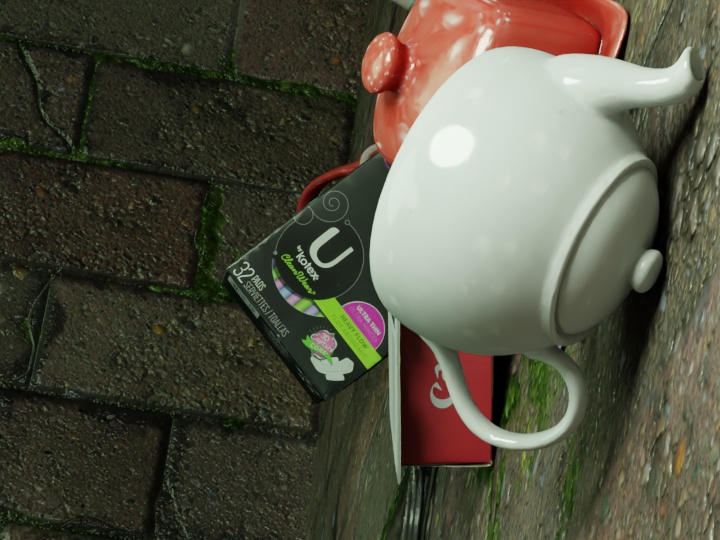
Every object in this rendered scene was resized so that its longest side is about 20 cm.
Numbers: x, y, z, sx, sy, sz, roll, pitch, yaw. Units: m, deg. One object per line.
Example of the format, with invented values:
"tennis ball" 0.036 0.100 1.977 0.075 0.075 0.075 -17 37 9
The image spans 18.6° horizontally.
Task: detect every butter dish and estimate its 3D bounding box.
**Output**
"butter dish" 0.069 -0.129 1.571 0.200 0.148 0.200 -68 26 8

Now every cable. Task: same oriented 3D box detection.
"cable" 0.050 0.171 2.128 0.097 0.050 0.200 -101 22 -80

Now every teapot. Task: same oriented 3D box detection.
"teapot" 0.108 -0.023 1.291 0.197 0.146 0.200 -52 -25 -21

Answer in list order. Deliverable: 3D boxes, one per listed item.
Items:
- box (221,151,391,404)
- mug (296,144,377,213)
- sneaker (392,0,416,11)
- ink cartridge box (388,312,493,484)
"box" 0.000 0.000 1.940 0.200 0.149 0.124 -37 0 -8
"mug" 0.006 -0.041 2.410 0.133 0.177 0.200 -62 -6 -47
"sneaker" 0.109 -0.282 1.879 0.200 0.080 0.071 -51 7 39
"ink cartridge box" 0.065 0.052 1.780 0.176 0.084 0.200 -94 3 -70
